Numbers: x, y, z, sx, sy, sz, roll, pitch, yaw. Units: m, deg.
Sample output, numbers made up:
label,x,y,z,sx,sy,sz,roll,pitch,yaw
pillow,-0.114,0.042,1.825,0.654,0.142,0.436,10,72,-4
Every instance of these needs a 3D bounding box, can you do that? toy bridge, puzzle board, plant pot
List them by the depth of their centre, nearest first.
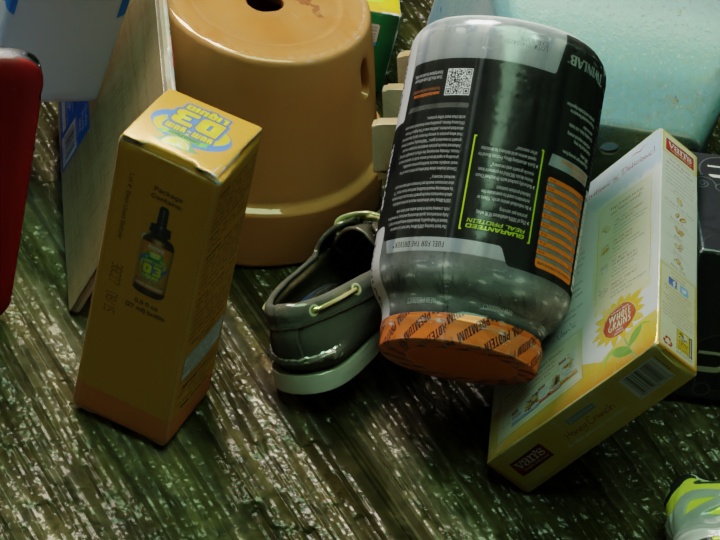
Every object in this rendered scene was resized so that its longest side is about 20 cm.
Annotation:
label,x,y,z,sx,sy,sz,roll,pitch,yaw
puzzle board,-0.148,-0.094,1.713,0.017,0.151,0.201,15,43,-23
plant pot,-0.073,-0.120,1.787,0.199,0.140,0.200,8,39,-6
toy bridge,0.029,-0.087,1.798,0.027,0.068,0.200,-1,19,6
plant pot,0.154,-0.131,1.840,0.195,0.197,0.201,8,52,-8

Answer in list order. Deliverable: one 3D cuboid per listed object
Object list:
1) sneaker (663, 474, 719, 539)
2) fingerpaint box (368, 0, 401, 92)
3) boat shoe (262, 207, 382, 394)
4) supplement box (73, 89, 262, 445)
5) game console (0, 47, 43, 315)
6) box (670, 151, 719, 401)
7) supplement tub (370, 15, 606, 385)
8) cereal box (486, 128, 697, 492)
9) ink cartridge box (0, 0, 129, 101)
label,x,y,z,sx,sy,sz,roll,pitch,yaw
sneaker,0.273,0.142,1.631,0.199,0.076,0.077,0,41,-19
fingerpaint box,-0.078,-0.212,1.948,0.199,0.074,0.167,7,40,-10
boat shoe,0.003,0.000,1.716,0.072,0.061,0.202,2,31,30
supplement box,-0.110,-0.001,1.584,0.066,0.201,0.069,25,40,13
game console,-0.285,-0.080,1.626,0.172,0.201,0.119,1,42,-16
box,0.288,0.013,1.750,0.199,0.123,0.106,8,38,-8
supplement tub,0.074,-0.040,1.654,0.122,0.123,0.201,12,75,-3
cereal box,0.142,0.022,1.678,0.039,0.144,0.200,36,37,-22
ink cartridge box,-0.217,-0.222,1.737,0.084,0.146,0.200,-3,43,-30
